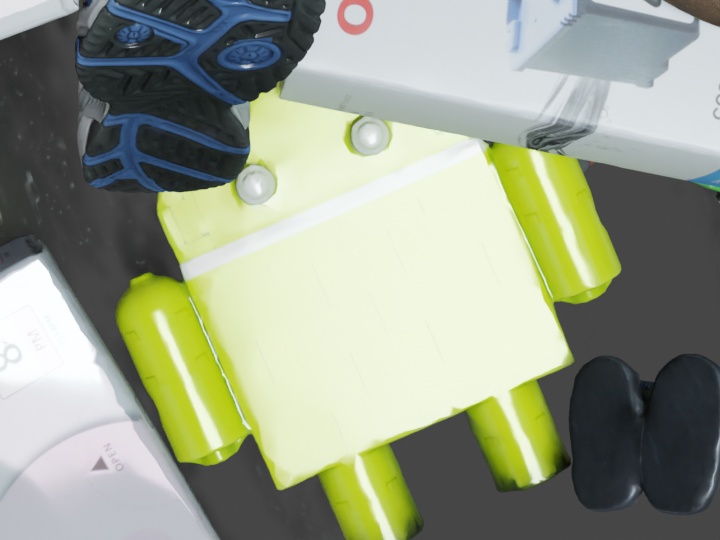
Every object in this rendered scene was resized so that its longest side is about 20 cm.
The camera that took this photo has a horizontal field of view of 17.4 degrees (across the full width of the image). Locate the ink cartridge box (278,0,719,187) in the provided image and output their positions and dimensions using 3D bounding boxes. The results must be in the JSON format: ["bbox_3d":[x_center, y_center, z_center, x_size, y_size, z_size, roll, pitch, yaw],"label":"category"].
[{"bbox_3d":[0.081,-0.115,0.818,0.200,0.086,0.147,11,88,-5],"label":"ink cartridge box"}]

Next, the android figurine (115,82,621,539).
[{"bbox_3d":[0.000,0.000,0.875,0.182,0.041,0.200,-22,97,-1],"label":"android figurine"}]

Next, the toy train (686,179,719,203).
[{"bbox_3d":[0.167,-0.119,0.894,0.056,0.042,0.200,13,99,-42],"label":"toy train"}]

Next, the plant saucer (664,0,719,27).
[{"bbox_3d":[0.153,-0.165,0.732,0.200,0.032,0.200,-3,112,-7],"label":"plant saucer"}]

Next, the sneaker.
[{"bbox_3d":[-0.060,-0.090,0.764,0.076,0.200,0.077,1,72,-17],"label":"sneaker"}]

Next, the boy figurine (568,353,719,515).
[{"bbox_3d":[0.163,0.066,0.903,0.200,0.124,0.065,11,80,-46],"label":"boy figurine"}]

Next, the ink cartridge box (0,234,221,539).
[{"bbox_3d":[-0.164,0.106,0.872,0.200,0.057,0.163,-32,106,-9],"label":"ink cartridge box"}]

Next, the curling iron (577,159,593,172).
[{"bbox_3d":[0.073,-0.054,0.904,0.050,0.026,0.200,33,98,5],"label":"curling iron"}]

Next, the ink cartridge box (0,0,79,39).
[{"bbox_3d":[-0.193,-0.097,0.763,0.200,0.146,0.085,-22,105,1],"label":"ink cartridge box"}]
